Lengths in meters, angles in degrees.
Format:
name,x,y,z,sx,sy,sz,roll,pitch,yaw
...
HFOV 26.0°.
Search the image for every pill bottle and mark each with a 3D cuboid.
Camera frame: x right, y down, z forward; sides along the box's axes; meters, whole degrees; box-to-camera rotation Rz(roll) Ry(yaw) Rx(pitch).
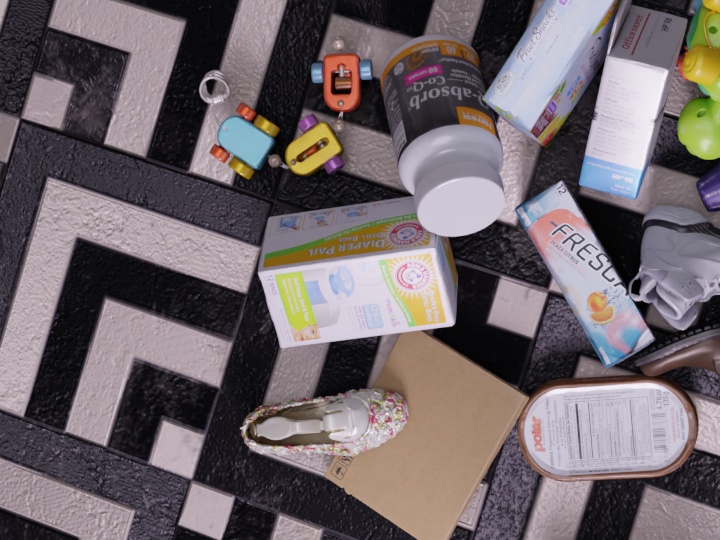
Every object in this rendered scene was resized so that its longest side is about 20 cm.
name,x,y,z,sx,sy,sz,roll,pitch,yaw
pill bottle,0.090,-0.144,1.656,0.115,0.117,0.202,-19,53,10

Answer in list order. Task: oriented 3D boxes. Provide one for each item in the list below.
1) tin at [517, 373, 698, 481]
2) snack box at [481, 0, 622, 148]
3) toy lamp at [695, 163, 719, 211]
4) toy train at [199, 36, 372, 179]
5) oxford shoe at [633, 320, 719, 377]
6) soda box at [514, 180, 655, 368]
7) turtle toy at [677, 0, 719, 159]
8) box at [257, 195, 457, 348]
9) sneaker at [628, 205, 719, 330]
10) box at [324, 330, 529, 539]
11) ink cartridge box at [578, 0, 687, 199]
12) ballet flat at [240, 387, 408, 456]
name,x,y,z,sx,sy,sz,roll,pitch,yaw
tin,0.269,0.171,1.701,0.197,0.042,0.114,-5,84,11
snack box,0.208,-0.223,1.632,0.067,0.200,0.170,34,95,9
toy lamp,0.454,-0.119,1.655,0.198,0.058,0.059,-26,85,10
toy train,-0.078,-0.178,1.765,0.197,0.056,0.152,-6,87,8
oxford shoe,0.392,0.092,1.659,0.197,0.073,0.086,-12,90,11
soda box,0.244,0.004,1.688,0.063,0.068,0.201,-31,83,9
turtle toy,0.392,-0.215,1.642,0.144,0.101,0.203,15,92,-19
box,0.000,0.000,1.700,0.197,0.102,0.113,-7,127,10
sneaker,0.381,0.010,1.640,0.198,0.075,0.116,17,62,15
box,0.071,0.185,1.733,0.162,0.021,0.202,31,95,20
ink cartridge box,0.285,-0.191,1.611,0.066,0.116,0.202,16,130,12
ballet flat,-0.045,0.174,1.734,0.198,0.064,0.077,-12,81,20
